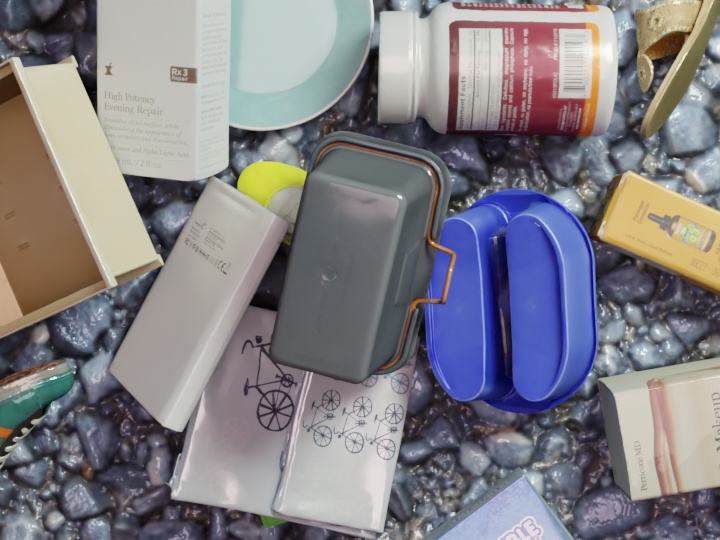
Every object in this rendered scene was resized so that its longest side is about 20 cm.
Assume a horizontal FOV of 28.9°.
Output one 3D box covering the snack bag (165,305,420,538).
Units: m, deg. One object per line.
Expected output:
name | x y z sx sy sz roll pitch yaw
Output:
snack bag | -0.056 0.128 1.239 0.199 0.021 0.189 14 84 -15

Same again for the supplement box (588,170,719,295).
supplement box | 0.307 -0.020 1.243 0.200 0.069 0.067 24 92 -2

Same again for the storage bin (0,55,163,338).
storage bin | -0.302 -0.054 1.203 0.198 0.094 0.200 -23 93 26

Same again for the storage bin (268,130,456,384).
storage bin | 0.000 0.000 1.141 0.145 0.134 0.201 14 102 7

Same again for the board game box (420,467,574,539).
board game box | 0.126 0.319 1.270 0.200 0.043 0.199 -37 91 2

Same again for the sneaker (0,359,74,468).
sneaker | -0.335 0.152 1.258 0.200 0.071 0.080 -29 97 7

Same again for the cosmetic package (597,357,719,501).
cosmetic package | 0.321 0.133 1.238 0.199 0.087 0.104 -11 94 1

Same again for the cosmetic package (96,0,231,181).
cosmetic package | -0.169 -0.184 1.206 0.101 0.074 0.201 6 106 18

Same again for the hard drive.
hard drive | -0.143 0.025 1.222 0.027 0.132 0.200 27 93 -36

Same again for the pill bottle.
pill bottle | 0.115 -0.174 1.213 0.199 0.114 0.115 1 93 1

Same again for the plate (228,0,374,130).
plate | -0.087 -0.225 1.256 0.199 0.026 0.201 0 92 1

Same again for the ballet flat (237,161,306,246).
ballet flat | -0.025 -0.030 1.244 0.200 0.067 0.067 38 94 -1

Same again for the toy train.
toy train | -0.096 0.137 1.267 0.056 0.042 0.201 -19 92 12

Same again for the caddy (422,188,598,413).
caddy | 0.134 0.029 1.229 0.141 0.105 0.201 -2 93 23

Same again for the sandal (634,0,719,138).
sandal | 0.279 -0.220 1.241 0.070 0.078 0.212 31 87 19
